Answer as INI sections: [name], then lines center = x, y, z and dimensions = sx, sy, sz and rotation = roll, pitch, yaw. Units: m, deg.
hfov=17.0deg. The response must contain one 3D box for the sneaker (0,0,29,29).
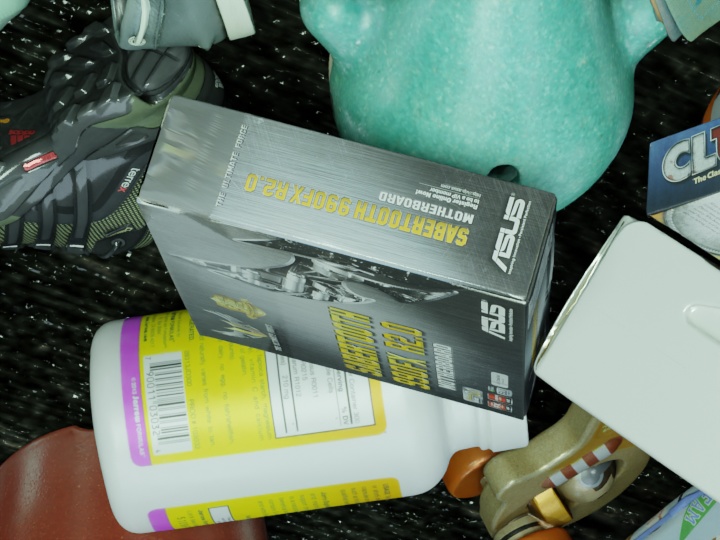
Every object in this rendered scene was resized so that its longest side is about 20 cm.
[sneaker]
center = -0.184, -0.034, 0.974
dimensions = 0.200, 0.074, 0.118
rotation = -42, 98, 0

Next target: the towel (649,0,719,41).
[towel]
center = 0.142, -0.194, 0.901
dimensions = 0.147, 0.022, 0.200
rotation = -36, 134, 0

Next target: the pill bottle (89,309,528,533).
[pill bottle]
center = -0.023, 0.062, 1.148
dimensions = 0.199, 0.104, 0.104
rotation = -8, 140, 2

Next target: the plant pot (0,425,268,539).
[plant pot]
center = -0.120, 0.195, 1.221
dimensions = 0.200, 0.196, 0.201
rotation = -4, 140, -4

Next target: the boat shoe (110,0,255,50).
[boat shoe]
center = -0.091, -0.152, 0.912
dimensions = 0.062, 0.073, 0.200
rotation = -15, 144, 4

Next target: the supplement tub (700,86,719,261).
[supplement tub]
center = 0.207, -0.065, 1.011
dimensions = 0.107, 0.107, 0.200
rotation = 5, 154, -14

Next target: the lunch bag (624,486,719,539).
[lunch bag]
center = 0.219, 0.132, 1.248
dimensions = 0.200, 0.076, 0.160
rotation = -36, 167, 32

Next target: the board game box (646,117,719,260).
[board game box]
center = 0.228, -0.016, 0.950
dimensions = 0.135, 0.035, 0.200
rotation = -19, 145, 40

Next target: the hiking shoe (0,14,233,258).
[hiking shoe]
center = -0.137, -0.030, 1.046
dimensions = 0.200, 0.076, 0.101
rotation = -26, 133, 20

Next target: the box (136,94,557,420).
[box]
center = 0.000, 0.000, 1.005
dimensions = 0.158, 0.048, 0.200
rotation = 14, 165, 7

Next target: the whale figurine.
[whale figurine]
center = 0.056, -0.098, 0.970
dimensions = 0.159, 0.104, 0.200
rotation = 1, 137, -8

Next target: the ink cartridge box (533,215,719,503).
[ink cartridge box]
center = 0.184, 0.062, 1.058
dimensions = 0.083, 0.146, 0.200
rotation = -58, 149, 5

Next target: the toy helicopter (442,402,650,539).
[toy helicopter]
center = 0.125, 0.080, 1.205
dimensions = 0.132, 0.079, 0.200
rotation = -17, 154, -19
